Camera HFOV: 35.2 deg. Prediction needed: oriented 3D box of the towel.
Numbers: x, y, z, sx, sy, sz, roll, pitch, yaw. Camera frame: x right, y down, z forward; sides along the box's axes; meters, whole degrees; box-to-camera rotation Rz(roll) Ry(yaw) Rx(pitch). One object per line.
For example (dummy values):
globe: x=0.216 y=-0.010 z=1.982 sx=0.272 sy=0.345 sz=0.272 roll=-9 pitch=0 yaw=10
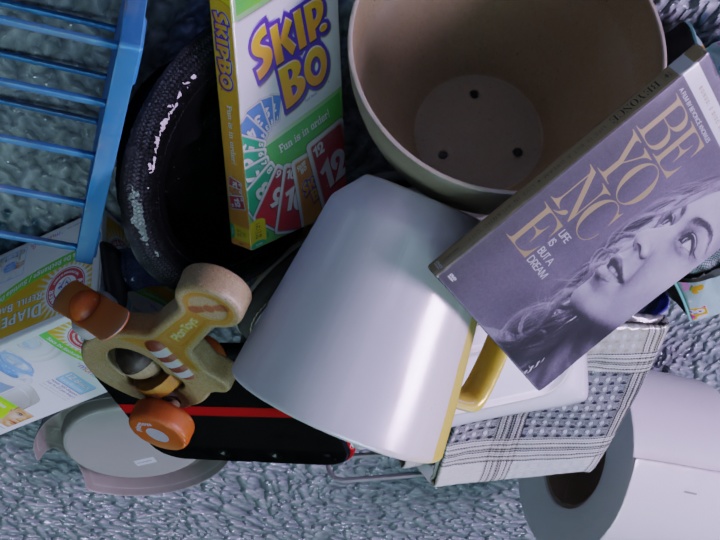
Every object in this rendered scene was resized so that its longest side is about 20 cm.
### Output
towel: x=0.142 y=0.109 z=0.951 sx=0.199 sy=0.035 sz=0.193 roll=2 pitch=132 yaw=-17

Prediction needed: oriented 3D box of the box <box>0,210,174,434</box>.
box: x=-0.267 y=0.047 z=0.978 sx=0.199 sy=0.102 sz=0.113 roll=-22 pitch=140 yaw=19

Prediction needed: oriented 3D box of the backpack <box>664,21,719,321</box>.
backpack: x=0.261 y=-0.066 z=0.846 sx=0.153 sy=0.176 sz=0.200 roll=-17 pitch=136 yaw=12

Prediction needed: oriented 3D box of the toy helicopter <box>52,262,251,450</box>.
toy helicopter: x=-0.136 y=0.039 z=0.765 sx=0.132 sy=0.079 sz=0.200 roll=32 pitch=145 yaw=-14

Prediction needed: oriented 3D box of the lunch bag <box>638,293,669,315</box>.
lunch bag: x=0.166 y=0.017 z=0.990 sx=0.170 sy=0.128 sz=0.200 roll=-28 pitch=149 yaw=18

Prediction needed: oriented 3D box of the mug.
mug: x=0.018 y=0.025 z=0.755 sx=0.149 sy=0.154 sz=0.187 roll=23 pitch=-177 yaw=17

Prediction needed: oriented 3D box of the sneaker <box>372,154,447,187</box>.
sneaker: x=0.008 y=-0.042 z=0.939 sx=0.199 sy=0.073 sz=0.071 roll=-27 pitch=129 yaw=11

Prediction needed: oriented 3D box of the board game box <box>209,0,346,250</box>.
board game box: x=-0.052 y=-0.122 z=0.752 sx=0.095 sy=0.030 sz=0.201 roll=-27 pitch=123 yaw=-41

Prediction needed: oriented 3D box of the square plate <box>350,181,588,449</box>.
square plate: x=0.082 y=0.030 z=0.846 sx=0.199 sy=0.028 sz=0.199 roll=-10 pitch=110 yaw=-14

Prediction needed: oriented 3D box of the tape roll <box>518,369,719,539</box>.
tape roll: x=0.273 y=0.199 z=1.166 sx=0.139 sy=0.203 sz=0.203 roll=13 pitch=138 yaw=-23

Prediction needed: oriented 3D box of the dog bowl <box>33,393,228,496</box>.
dog bowl: x=-0.229 y=0.159 z=1.160 sx=0.199 sy=0.059 sz=0.200 roll=-3 pitch=142 yaw=-3

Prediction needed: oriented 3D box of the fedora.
fedora: x=-0.108 y=-0.087 z=0.796 sx=0.091 sy=0.201 sz=0.201 roll=21 pitch=161 yaw=40

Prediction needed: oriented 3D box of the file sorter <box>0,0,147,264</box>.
file sorter: x=-0.211 y=-0.128 z=0.738 sx=0.122 sy=0.139 sz=0.200 roll=11 pitch=139 yaw=-14

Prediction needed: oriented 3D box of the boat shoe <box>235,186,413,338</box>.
boat shoe: x=0.000 y=0.000 z=0.848 sx=0.200 sy=0.057 sz=0.067 roll=-32 pitch=138 yaw=-10

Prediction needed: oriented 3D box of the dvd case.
dvd case: x=0.155 y=-0.024 z=0.698 sx=0.200 sy=0.016 sz=0.149 roll=-40 pitch=133 yaw=5

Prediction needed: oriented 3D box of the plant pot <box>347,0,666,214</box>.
plant pot: x=0.088 y=-0.119 z=0.765 sx=0.199 sy=0.201 sz=0.135 roll=-3 pitch=162 yaw=-4

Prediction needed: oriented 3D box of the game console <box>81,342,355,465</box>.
game console: x=-0.110 y=0.107 z=0.941 sx=0.199 sy=0.031 sz=0.177 roll=-1 pitch=142 yaw=17

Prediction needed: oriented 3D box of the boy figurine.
boy figurine: x=-0.102 y=-0.009 z=0.888 sx=0.199 sy=0.065 sz=0.124 roll=-7 pitch=-175 yaw=-17

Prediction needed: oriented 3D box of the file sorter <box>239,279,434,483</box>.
file sorter: x=-0.009 y=0.094 z=1.037 sx=0.124 sy=0.139 sz=0.200 roll=-9 pitch=143 yaw=22
